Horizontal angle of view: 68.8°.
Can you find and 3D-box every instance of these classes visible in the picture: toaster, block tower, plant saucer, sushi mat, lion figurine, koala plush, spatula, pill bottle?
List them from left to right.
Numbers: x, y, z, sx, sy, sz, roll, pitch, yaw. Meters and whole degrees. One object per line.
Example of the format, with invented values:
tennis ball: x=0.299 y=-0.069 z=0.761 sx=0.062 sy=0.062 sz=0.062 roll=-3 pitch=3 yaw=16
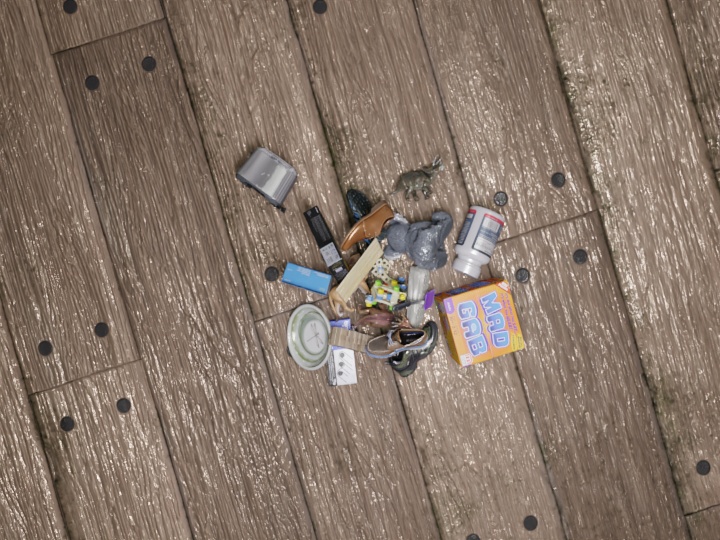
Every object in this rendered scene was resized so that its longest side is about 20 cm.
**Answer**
toaster: x=-0.283 y=-0.290 z=1.644 sx=0.198 sy=0.114 sz=0.131 roll=35 pitch=88 yaw=2
plant saucer: x=-0.149 y=0.208 z=1.650 sx=0.196 sy=0.050 sz=0.207 roll=0 pitch=90 yaw=39
lion figurine: x=-0.040 y=0.053 z=1.652 sx=0.200 sy=0.072 sz=0.123 roll=-45 pitch=108 yaw=-15
block tower: x=-0.020 y=0.217 z=1.612 sx=0.053 sy=0.198 sz=0.060 roll=2 pitch=74 yaw=38
sushi mat: x=0.000 y=0.000 z=1.590 sx=0.012 sy=0.096 sz=0.202 roll=32 pitch=80 yaw=30
koala plush: x=0.161 y=-0.097 z=1.623 sx=0.196 sy=0.183 sz=0.182 roll=18 pitch=114 yaw=27
spatula: x=0.165 y=0.100 z=1.601 sx=0.196 sy=0.020 sz=0.058 roll=-10 pitch=111 yaw=-40
pill bottle: x=0.360 y=-0.086 z=1.636 sx=0.117 sy=0.120 sz=0.205 roll=22 pitch=91 yaw=0

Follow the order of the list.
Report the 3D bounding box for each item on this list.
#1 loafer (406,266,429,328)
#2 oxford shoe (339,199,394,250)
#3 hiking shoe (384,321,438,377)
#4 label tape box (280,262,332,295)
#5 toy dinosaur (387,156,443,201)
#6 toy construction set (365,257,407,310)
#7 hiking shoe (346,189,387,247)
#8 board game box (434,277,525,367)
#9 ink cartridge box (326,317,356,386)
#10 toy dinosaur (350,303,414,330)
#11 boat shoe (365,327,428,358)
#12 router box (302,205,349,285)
loafer: x=0.172 y=0.087 z=1.671 sx=0.068 sy=0.069 sz=0.206 roll=13 pitch=97 yaw=34
oxford shoe: x=0.021 y=-0.120 z=1.564 sx=0.199 sy=0.071 sz=0.072 roll=-42 pitch=83 yaw=-5
hiking shoe: x=0.165 y=0.236 z=1.647 sx=0.100 sy=0.076 sz=0.202 roll=35 pitch=91 yaw=-29
label tape box: x=-0.159 y=0.027 z=1.600 sx=0.140 sy=0.200 sz=0.065 roll=17 pitch=87 yaw=0
toy dinosaur: x=0.175 y=-0.277 z=1.670 sx=0.195 sy=0.077 sz=0.105 roll=-16 pitch=78 yaw=6
toy construction set: x=0.078 y=0.049 z=1.621 sx=0.127 sy=0.202 sz=0.094 roll=8 pitch=125 yaw=-4
hiking shoe: x=0.002 y=-0.161 z=1.660 sx=0.073 sy=0.087 sz=0.203 roll=-13 pitch=66 yaw=-40
board game box: x=0.353 y=0.150 z=1.596 sx=0.194 sy=0.200 sz=0.206 roll=-16 pitch=91 yaw=1
ink cartridge box: x=-0.067 y=0.260 z=1.679 sx=0.091 sy=0.044 sz=0.207 roll=-7 pitch=90 yaw=-1
toy dinosaur: x=0.069 y=0.147 z=1.614 sx=0.195 sy=0.134 sz=0.089 roll=-6 pitch=104 yaw=-32
boat shoe: x=0.108 y=0.209 z=1.592 sx=0.194 sy=0.073 sz=0.074 roll=-14 pitch=60 yaw=-2
router box: x=-0.096 y=-0.071 z=1.587 sx=0.051 sy=0.158 sz=0.203 roll=-26 pitch=65 yaw=0
